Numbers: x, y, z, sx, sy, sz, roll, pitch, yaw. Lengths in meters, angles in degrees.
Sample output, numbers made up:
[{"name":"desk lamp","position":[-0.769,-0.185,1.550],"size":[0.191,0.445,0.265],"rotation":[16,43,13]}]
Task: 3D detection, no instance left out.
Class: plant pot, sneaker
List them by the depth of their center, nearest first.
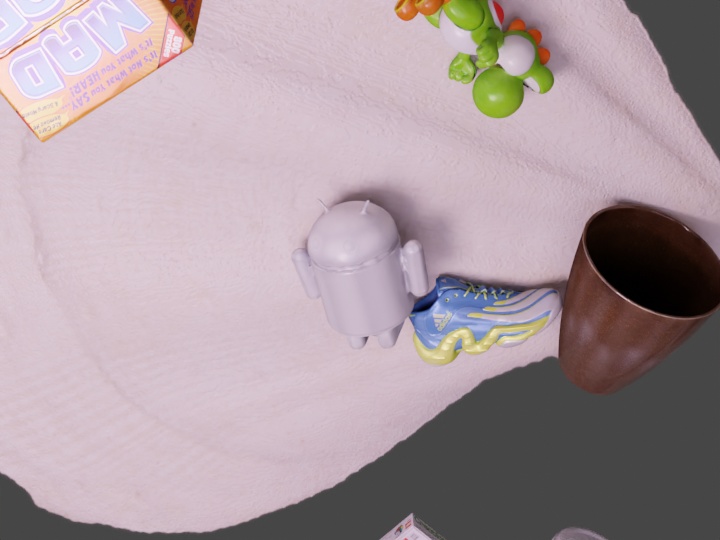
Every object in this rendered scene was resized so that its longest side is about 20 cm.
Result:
[{"name":"plant pot","position":[0.324,0.055,1.742],"size":[0.186,0.188,0.201],"rotation":[13,133,-9]},{"name":"sneaker","position":[0.150,0.048,1.774],"size":[0.199,0.076,0.105],"rotation":[-24,117,12]}]

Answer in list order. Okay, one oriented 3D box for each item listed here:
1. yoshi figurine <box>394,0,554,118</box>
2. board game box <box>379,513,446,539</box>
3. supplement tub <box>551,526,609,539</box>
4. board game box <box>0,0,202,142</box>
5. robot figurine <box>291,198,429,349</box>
[{"name":"yoshi figurine","position":[0.129,-0.245,1.597],"size":[0.200,0.113,0.112],"rotation":[35,129,-22]},{"name":"board game box","position":[0.099,0.447,2.022],"size":[0.126,0.035,0.200],"rotation":[-41,113,18]},{"name":"supplement tub","position":[0.288,0.473,1.993],"size":[0.122,0.123,0.201],"rotation":[18,117,-12]},{"name":"board game box","position":[-0.305,-0.301,1.487],"size":[0.199,0.200,0.200],"rotation":[-30,116,14]},{"name":"robot figurine","position":[0.000,0.000,1.719],"size":[0.169,0.113,0.201],"rotation":[-4,121,17]}]
